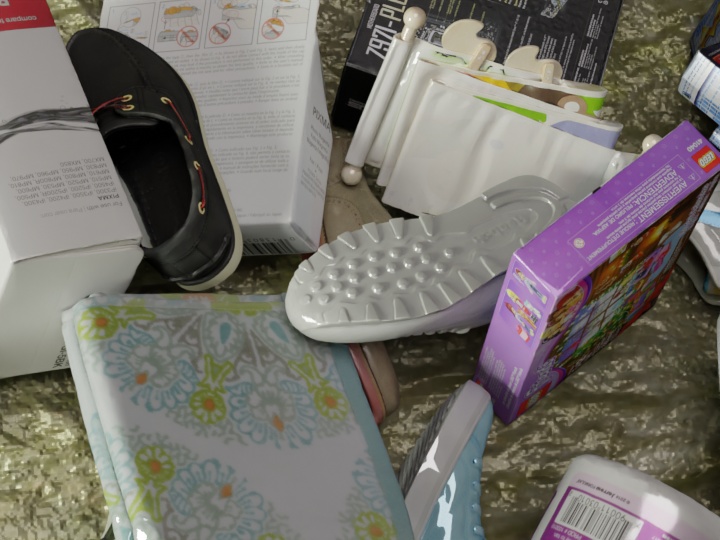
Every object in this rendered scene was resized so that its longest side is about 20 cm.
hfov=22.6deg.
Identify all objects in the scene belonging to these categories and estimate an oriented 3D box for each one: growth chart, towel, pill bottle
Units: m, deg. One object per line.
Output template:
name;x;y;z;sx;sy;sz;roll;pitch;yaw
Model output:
growth chart;0.089;-0.075;1.128;0.200;0.145;0.018;24;28;-16
towel;-0.070;0.098;1.021;0.171;0.048;0.200;-1;54;-31
pill bottle;0.128;0.217;1.042;0.112;0.112;0.200;29;80;4

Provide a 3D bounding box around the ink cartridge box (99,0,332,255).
ink cartridge box;-0.097;-0.106;1.149;0.162;0.057;0.200;-2;63;20

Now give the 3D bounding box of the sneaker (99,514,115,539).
sneaker;-0.102;0.147;1.084;0.089;0.077;0.200;32;62;-29

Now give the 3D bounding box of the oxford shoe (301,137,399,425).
oxford shoe;0.000;0.000;1.142;0.075;0.070;0.200;-11;71;-16

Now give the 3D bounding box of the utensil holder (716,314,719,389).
utensil holder;0.304;0.116;1.085;0.170;0.170;0.200;2;66;-7

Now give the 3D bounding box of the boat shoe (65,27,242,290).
boat shoe;-0.134;-0.079;1.091;0.074;0.063;0.202;-34;58;9

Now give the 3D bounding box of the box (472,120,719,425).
box;0.139;0.007;1.086;0.137;0.200;0.039;-37;72;-18

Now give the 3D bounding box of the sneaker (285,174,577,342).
sneaker;0.046;0.011;1.093;0.200;0.081;0.076;-16;57;-23

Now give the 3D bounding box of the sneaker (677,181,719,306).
sneaker;0.268;-0.005;1.183;0.200;0.077;0.081;29;77;10

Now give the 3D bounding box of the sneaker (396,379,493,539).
sneaker;0.051;0.168;1.087;0.082;0.074;0.200;26;75;-6

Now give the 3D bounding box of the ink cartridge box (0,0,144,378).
ink cartridge box;-0.215;-0.055;1.074;0.083;0.147;0.200;-11;62;-30

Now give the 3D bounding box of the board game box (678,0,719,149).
board game box;0.286;-0.108;1.188;0.200;0.062;0.200;42;34;19

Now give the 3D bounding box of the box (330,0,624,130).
box;0.088;-0.175;1.213;0.164;0.086;0.200;18;67;-1
